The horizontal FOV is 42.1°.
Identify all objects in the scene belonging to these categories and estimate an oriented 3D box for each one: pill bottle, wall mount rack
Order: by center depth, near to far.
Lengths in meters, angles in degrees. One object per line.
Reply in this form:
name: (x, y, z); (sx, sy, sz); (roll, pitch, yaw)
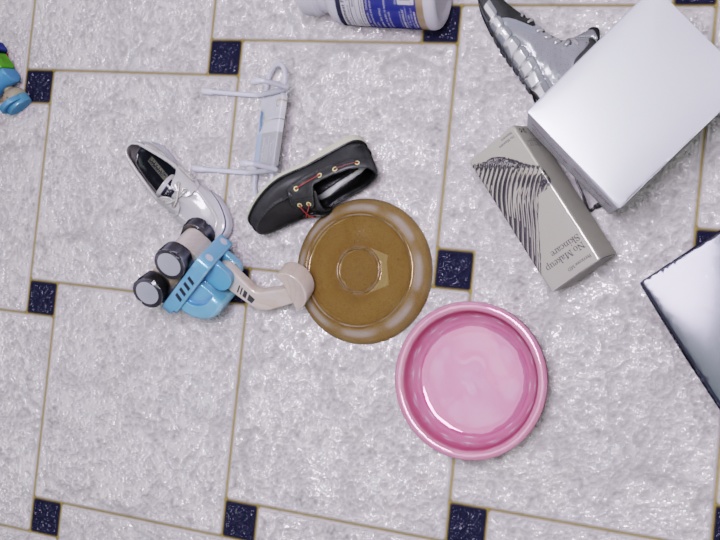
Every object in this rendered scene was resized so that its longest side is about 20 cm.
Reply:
pill bottle: (0.018, -0.386, 1.252); (0.198, 0.116, 0.117); (9, 89, 19)
wall mount rack: (-0.168, -0.201, 1.331); (0.173, 0.074, 0.202); (4, 86, 57)

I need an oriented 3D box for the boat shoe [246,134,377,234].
boat shoe: (-0.069, -0.107, 1.282); (0.200, 0.074, 0.063); (-31, 56, 11)

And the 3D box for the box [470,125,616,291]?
box: (0.229, -0.080, 1.179); (0.082, 0.068, 0.201); (-39, 74, 30)

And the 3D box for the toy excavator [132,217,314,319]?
toy excavator: (-0.185, 0.016, 1.305); (0.200, 0.100, 0.195); (40, 123, -6)

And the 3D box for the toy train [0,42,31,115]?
toy train: (-0.623, -0.263, 1.487); (0.199, 0.085, 0.116); (-35, 90, 14)

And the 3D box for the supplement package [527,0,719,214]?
supplement package: (0.319, -0.194, 1.098); (0.200, 0.111, 0.156); (-44, 83, 7)

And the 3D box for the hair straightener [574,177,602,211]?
hair straightener: (0.326, -0.170, 1.181); (0.076, 0.041, 0.202); (29, 100, 18)

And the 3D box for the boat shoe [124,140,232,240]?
boat shoe: (-0.267, -0.117, 1.357); (0.072, 0.066, 0.200); (-44, 76, 13)

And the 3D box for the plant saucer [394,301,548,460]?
plant saucer: (0.145, 0.141, 1.211); (0.198, 0.051, 0.203); (-1, 86, 19)

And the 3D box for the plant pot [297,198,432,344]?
plant pot: (0.000, 0.000, 1.282); (0.198, 0.027, 0.203); (-2, 85, 19)

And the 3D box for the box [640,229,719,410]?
box: (0.417, 0.069, 1.045); (0.117, 0.200, 0.198); (-33, 77, 14)

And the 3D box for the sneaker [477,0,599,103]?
sneaker: (0.243, -0.295, 1.200); (0.115, 0.075, 0.201); (-33, 87, 9)
